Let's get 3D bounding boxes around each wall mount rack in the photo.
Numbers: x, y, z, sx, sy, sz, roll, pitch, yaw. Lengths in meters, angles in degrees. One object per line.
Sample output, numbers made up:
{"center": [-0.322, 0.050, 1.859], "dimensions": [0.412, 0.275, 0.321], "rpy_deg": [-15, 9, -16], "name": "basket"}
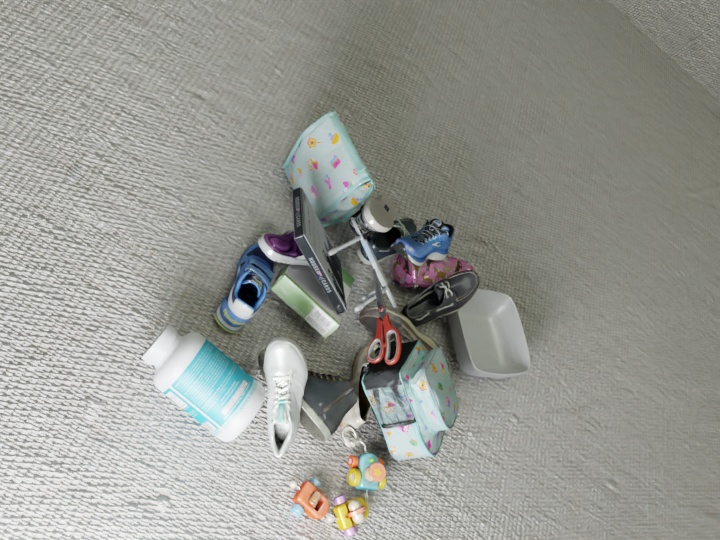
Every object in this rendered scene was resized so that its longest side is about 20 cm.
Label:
{"center": [0.000, 0.000, 1.571], "dimensions": [0.202, 0.074, 0.174], "rpy_deg": [63, 4, -2], "name": "wall mount rack"}

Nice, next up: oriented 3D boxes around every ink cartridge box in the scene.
{"center": [-0.089, 0.026, 1.579], "dimensions": [0.145, 0.048, 0.201], "rpy_deg": [42, 23, -11], "name": "ink cartridge box"}

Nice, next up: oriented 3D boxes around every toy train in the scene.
{"center": [-0.027, 0.374, 1.402], "dimensions": [0.151, 0.055, 0.200], "rpy_deg": [49, 51, -8], "name": "toy train"}

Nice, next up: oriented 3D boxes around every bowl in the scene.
{"center": [0.276, 0.148, 1.776], "dimensions": [0.197, 0.074, 0.203], "rpy_deg": [6, 60, -36], "name": "bowl"}

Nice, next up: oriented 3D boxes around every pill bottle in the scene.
{"center": [-0.259, 0.179, 1.305], "dimensions": [0.200, 0.110, 0.111], "rpy_deg": [42, 46, -11], "name": "pill bottle"}

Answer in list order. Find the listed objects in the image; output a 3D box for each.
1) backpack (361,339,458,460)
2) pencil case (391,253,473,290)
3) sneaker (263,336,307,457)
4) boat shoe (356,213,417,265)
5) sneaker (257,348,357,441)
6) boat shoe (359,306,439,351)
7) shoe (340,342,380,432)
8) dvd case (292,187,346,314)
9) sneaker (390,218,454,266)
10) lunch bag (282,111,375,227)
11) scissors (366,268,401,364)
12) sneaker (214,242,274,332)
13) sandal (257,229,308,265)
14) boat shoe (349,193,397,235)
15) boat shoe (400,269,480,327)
{"center": [0.101, 0.250, 1.498], "dimensions": [0.176, 0.151, 0.203], "rpy_deg": [-51, 131, -65], "name": "backpack"}
{"center": [0.164, 0.006, 1.767], "dimensions": [0.198, 0.082, 0.088], "rpy_deg": [7, 90, -36], "name": "pencil case"}
{"center": [-0.128, 0.215, 1.334], "dimensions": [0.074, 0.203, 0.089], "rpy_deg": [1, 19, 2], "name": "sneaker"}
{"center": [0.070, -0.076, 1.753], "dimensions": [0.199, 0.062, 0.075], "rpy_deg": [-25, 77, -45], "name": "boat shoe"}
{"center": [-0.096, 0.199, 1.440], "dimensions": [0.106, 0.074, 0.201], "rpy_deg": [-45, 106, -33], "name": "sneaker"}
{"center": [0.080, 0.145, 1.623], "dimensions": [0.199, 0.074, 0.074], "rpy_deg": [33, 49, -16], "name": "boat shoe"}
{"center": [0.013, 0.220, 1.538], "dimensions": [0.070, 0.053, 0.202], "rpy_deg": [35, 48, -17], "name": "shoe"}
{"center": [-0.078, -0.037, 1.510], "dimensions": [0.151, 0.024, 0.201], "rpy_deg": [-98, 164, -50], "name": "dvd case"}
{"center": [0.135, -0.069, 1.679], "dimensions": [0.078, 0.090, 0.199], "rpy_deg": [36, 26, 23], "name": "sneaker"}
{"center": [-0.057, -0.205, 1.626], "dimensions": [0.121, 0.200, 0.172], "rpy_deg": [-18, 75, -35], "name": "lunch bag"}
{"center": [0.048, 0.082, 1.486], "dimensions": [0.014, 0.072, 0.203], "rpy_deg": [34, 51, -45], "name": "scissors"}
{"center": [-0.197, 0.022, 1.469], "dimensions": [0.073, 0.082, 0.202], "rpy_deg": [32, 47, -17], "name": "sneaker"}
{"center": [-0.119, -0.051, 1.532], "dimensions": [0.083, 0.050, 0.202], "rpy_deg": [52, 24, 11], "name": "sandal"}
{"center": [0.017, -0.100, 1.657], "dimensions": [0.075, 0.092, 0.200], "rpy_deg": [54, 17, -2], "name": "boat shoe"}
{"center": [0.173, 0.058, 1.688], "dimensions": [0.198, 0.063, 0.073], "rpy_deg": [-30, 76, -9], "name": "boat shoe"}
